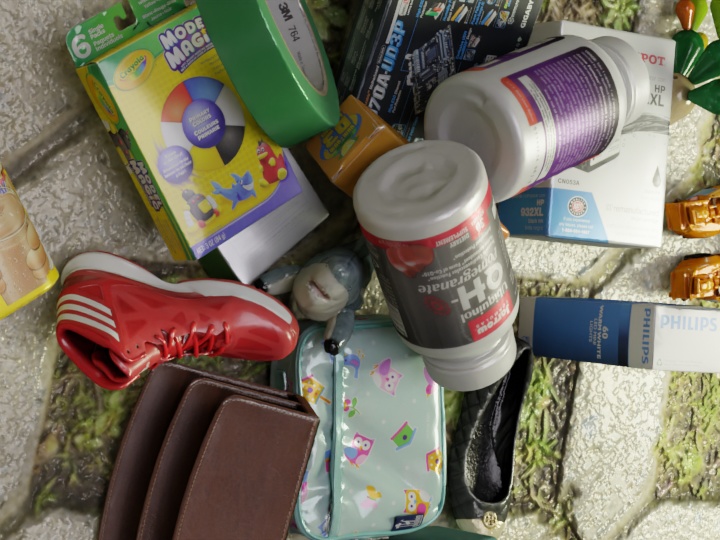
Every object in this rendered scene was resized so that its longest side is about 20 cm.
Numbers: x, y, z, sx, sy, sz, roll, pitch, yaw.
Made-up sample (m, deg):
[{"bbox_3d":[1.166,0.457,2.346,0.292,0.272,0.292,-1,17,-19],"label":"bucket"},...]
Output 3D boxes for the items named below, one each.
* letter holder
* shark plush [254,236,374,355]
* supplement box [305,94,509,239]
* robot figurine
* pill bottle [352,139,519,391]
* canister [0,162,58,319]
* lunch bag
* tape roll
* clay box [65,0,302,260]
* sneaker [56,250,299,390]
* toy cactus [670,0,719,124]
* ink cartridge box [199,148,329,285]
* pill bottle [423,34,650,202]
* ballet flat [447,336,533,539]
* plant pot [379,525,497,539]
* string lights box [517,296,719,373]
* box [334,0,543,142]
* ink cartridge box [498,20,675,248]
[{"bbox_3d":[-0.131,0.188,1.332,0.141,0.101,0.202,16,93,-10],"label":"letter holder"},{"bbox_3d":[0.000,0.000,1.409,0.091,0.083,0.200,45,28,14],"label":"shark plush"},{"bbox_3d":[0.043,-0.069,1.439,0.067,0.069,0.200,-46,134,8],"label":"supplement box"},{"bbox_3d":[0.399,-0.030,1.698,0.198,0.058,0.147,-9,97,-30],"label":"robot figurine"},{"bbox_3d":[0.070,0.001,1.365,0.111,0.110,0.201,-40,133,-23],"label":"pill bottle"},{"bbox_3d":[-0.332,-0.049,1.245,0.148,0.086,0.201,-33,109,-25],"label":"canister"},{"bbox_3d":[-0.006,0.141,1.450,0.159,0.077,0.202,-1,91,-31],"label":"lunch bag"},{"bbox_3d":[-0.079,-0.200,1.333,0.048,0.201,0.202,-23,107,11],"label":"tape roll"},{"bbox_3d":[-0.140,-0.123,1.309,0.115,0.047,0.201,-34,108,-27],"label":"clay box"},{"bbox_3d":[-0.149,0.062,1.317,0.198,0.079,0.116,12,41,-7],"label":"sneaker"},{"bbox_3d":[0.338,-0.193,1.621,0.165,0.201,0.102,-41,137,20],"label":"toy cactus"},{"bbox_3d":[-0.124,-0.095,1.382,0.104,0.059,0.201,-41,111,-23],"label":"ink cartridge box"},{"bbox_3d":[0.157,-0.138,1.417,0.199,0.111,0.112,-25,104,-40],"label":"pill bottle"},{"bbox_3d":[0.122,0.159,1.539,0.066,0.057,0.202,7,88,-30],"label":"ballet flat"},{"bbox_3d":[0.031,0.307,1.449,0.199,0.141,0.143,-20,102,-36],"label":"plant pot"},{"bbox_3d":[0.243,0.057,1.525,0.102,0.199,0.060,4,89,-30],"label":"string lights box"},{"bbox_3d":[0.061,-0.178,1.446,0.158,0.046,0.201,1,121,-31],"label":"box"},{"bbox_3d":[0.215,-0.126,1.569,0.144,0.083,0.202,5,89,-31],"label":"ink cartridge box"}]
